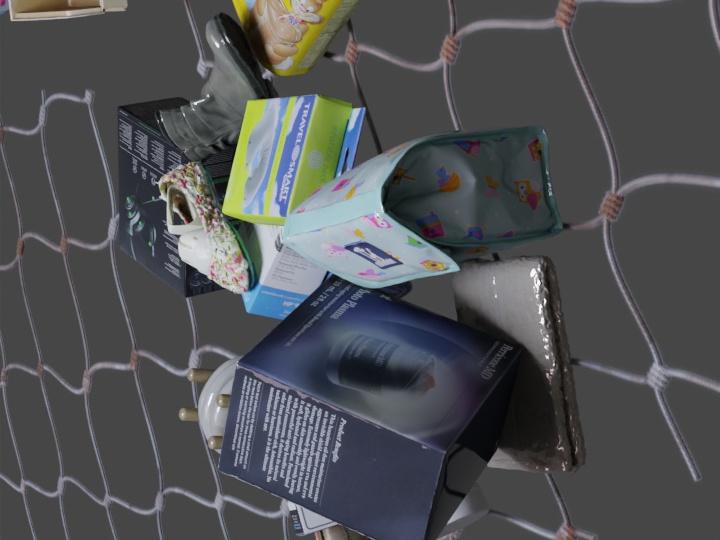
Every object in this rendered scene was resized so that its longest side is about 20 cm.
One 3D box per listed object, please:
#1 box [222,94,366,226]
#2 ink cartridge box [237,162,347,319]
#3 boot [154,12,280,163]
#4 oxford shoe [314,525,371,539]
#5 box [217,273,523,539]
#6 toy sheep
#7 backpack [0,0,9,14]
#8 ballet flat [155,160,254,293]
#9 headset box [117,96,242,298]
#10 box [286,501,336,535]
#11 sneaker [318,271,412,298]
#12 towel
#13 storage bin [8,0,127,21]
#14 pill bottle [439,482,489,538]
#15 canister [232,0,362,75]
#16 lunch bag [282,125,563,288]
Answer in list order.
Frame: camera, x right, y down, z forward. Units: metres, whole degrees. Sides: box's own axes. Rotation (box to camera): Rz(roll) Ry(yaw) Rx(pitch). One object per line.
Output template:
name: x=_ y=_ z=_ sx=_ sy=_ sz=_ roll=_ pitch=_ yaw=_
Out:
box: x=-0.068 y=-0.105 z=1.487 sx=0.199 sy=0.047 sz=0.123 roll=8 pitch=84 yaw=64
ink cartridge box: x=-0.061 y=-0.062 z=1.582 sx=0.201 sy=0.067 sz=0.117 roll=-62 pitch=30 yaw=29
boot: x=-0.159 y=-0.178 z=1.610 sx=0.200 sy=0.129 sz=0.068 roll=62 pitch=-172 yaw=-59
oxford shoe: x=-0.010 y=0.293 z=1.670 sx=0.071 sy=0.074 sz=0.202 roll=-74 pitch=-41 yaw=-75
box: x=0.013 y=0.119 z=1.336 sx=0.197 sy=0.200 sz=0.124 roll=22 pitch=121 yaw=15
toy sheep: x=-0.123 y=0.160 z=1.737 sx=0.200 sy=0.136 sz=0.140 roll=38 pitch=131 yaw=56
backpack: x=-0.574 y=-0.465 z=2.224 sx=0.166 sy=0.126 sz=0.202 roll=19 pitch=119 yaw=49
ballet flat: x=-0.169 y=-0.040 z=1.617 sx=0.201 sy=0.063 sz=0.076 roll=-120 pitch=25 yaw=-46
headset box: x=-0.212 y=-0.083 z=1.829 sx=0.174 sy=0.092 sz=0.202 roll=30 pitch=125 yaw=48
box: x=-0.038 y=0.167 z=1.618 sx=0.060 sy=0.115 sz=0.202 roll=141 pitch=115 yaw=-75
sneaker: x=0.000 y=0.000 z=1.574 sx=0.200 sy=0.065 sz=0.079 roll=146 pitch=130 yaw=-59
towel: x=0.145 y=0.086 z=1.399 sx=0.132 sy=0.034 sz=0.203 roll=-2 pitch=97 yaw=55
storage bin: x=-0.386 y=-0.430 z=1.979 sx=0.198 sy=0.093 sz=0.203 roll=12 pitch=110 yaw=55
pill bottle: x=0.051 y=0.158 z=1.493 sx=0.111 sy=0.110 sz=0.202 roll=-46 pitch=62 yaw=52
canister: x=-0.052 y=-0.305 z=1.523 sx=0.200 sy=0.086 sz=0.150 roll=-46 pitch=62 yaw=54
lunch bag: x=0.050 y=-0.054 z=1.344 sx=0.170 sy=0.198 sz=0.123 roll=-11 pitch=91 yaw=56
